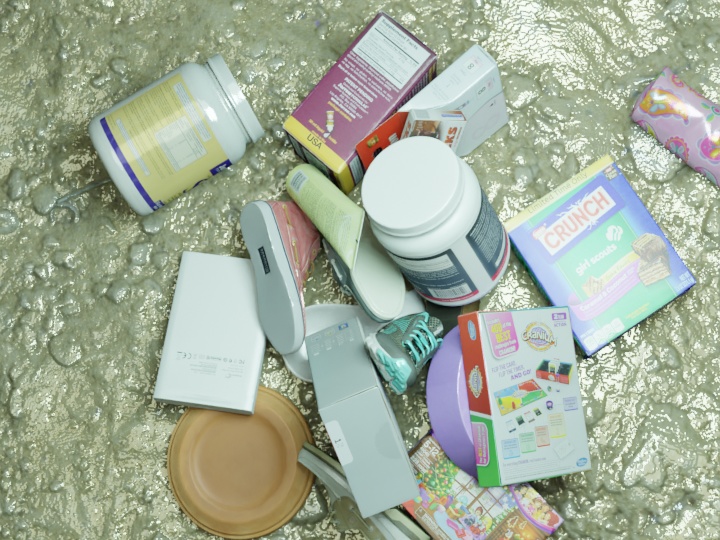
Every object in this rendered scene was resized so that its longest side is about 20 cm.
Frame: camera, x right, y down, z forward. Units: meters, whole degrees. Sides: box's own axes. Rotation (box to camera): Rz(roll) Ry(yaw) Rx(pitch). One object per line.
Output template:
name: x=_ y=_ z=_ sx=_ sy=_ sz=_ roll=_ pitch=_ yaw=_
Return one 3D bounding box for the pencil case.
pencil case: x=0.448 y=-0.175 z=1.625 sx=0.199 sy=0.087 sz=0.088 roll=37 pitch=85 yaw=8

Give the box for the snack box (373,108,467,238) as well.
snack box: x=0.071 y=-0.118 z=1.587 sx=0.071 sy=0.201 sz=0.024 roll=-2 pitch=46 yaw=-21

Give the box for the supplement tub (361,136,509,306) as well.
supplement tub: x=0.093 y=-0.057 z=1.524 sx=0.139 sy=0.200 sz=0.142 roll=-11 pitch=59 yaw=19

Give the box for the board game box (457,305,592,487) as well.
board game box: x=0.197 y=0.147 z=1.493 sx=0.151 sy=0.040 sz=0.203 roll=-1 pitch=81 yaw=-35

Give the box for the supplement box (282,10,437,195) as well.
supplement box: x=0.003 y=-0.215 z=1.637 sx=0.103 sy=0.131 sz=0.200 roll=40 pitch=85 yaw=10

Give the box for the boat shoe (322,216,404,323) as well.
boat shoe: x=0.000 y=0.000 z=1.602 sx=0.072 sy=0.062 sz=0.201 roll=1 pitch=44 yaw=-29

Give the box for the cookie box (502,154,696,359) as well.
cookie box: x=0.302 y=-0.017 z=1.611 sx=0.170 sy=0.075 sz=0.201 roll=-33 pitch=79 yaw=-1

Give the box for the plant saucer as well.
plant saucer: x=-0.156 y=0.246 z=1.622 sx=0.197 sy=0.037 sz=0.203 roll=-1 pitch=80 yaw=4

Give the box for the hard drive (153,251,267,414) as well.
hard drive: x=-0.187 y=0.080 z=1.636 sx=0.130 sy=0.026 sz=0.203 roll=7 pitch=70 yaw=5

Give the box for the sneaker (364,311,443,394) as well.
sneaker: x=0.058 y=0.086 z=1.496 sx=0.091 sy=0.200 sz=0.078 roll=-33 pitch=97 yaw=3

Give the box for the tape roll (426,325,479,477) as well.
tape roll: x=0.177 y=0.155 z=1.543 sx=0.198 sy=0.065 sz=0.203 roll=9 pitch=75 yaw=-33

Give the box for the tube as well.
tube: x=-0.038 y=-0.074 z=1.559 sx=0.052 sy=0.200 sz=0.058 roll=-36 pitch=123 yaw=-3

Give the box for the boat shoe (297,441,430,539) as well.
boat shoe: x=-0.008 y=0.299 z=1.580 sx=0.199 sy=0.075 sz=0.069 roll=39 pitch=86 yaw=5

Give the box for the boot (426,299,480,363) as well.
boot: x=0.127 y=0.038 z=1.626 sx=0.073 sy=0.075 sz=0.202 roll=0 pitch=66 yaw=33

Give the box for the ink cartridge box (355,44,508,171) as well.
ink cartridge box: x=0.097 y=-0.178 z=1.608 sx=0.200 sy=0.163 sz=0.057 roll=-44 pitch=69 yaw=-4

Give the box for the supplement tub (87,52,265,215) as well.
supplement tub: x=-0.239 y=-0.181 z=1.642 sx=0.198 sy=0.145 sz=0.147 roll=-30 pitch=80 yaw=-1

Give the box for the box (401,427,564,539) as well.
box: x=0.140 y=0.292 z=1.590 sx=0.137 sy=0.039 sz=0.200 roll=-44 pitch=80 yaw=-4

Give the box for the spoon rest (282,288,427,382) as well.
spoon rest: x=-0.010 y=0.075 z=1.627 sx=0.198 sy=0.061 sz=0.100 roll=-23 pitch=80 yaw=-1

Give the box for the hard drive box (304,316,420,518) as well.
hard drive box: x=0.000 y=0.172 z=1.514 sx=0.076 sy=0.200 sz=0.157 roll=-21 pitch=112 yaw=0

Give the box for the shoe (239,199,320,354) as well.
shoe: x=-0.088 y=0.004 z=1.621 sx=0.071 sy=0.090 sz=0.203 roll=-23 pitch=79 yaw=45
